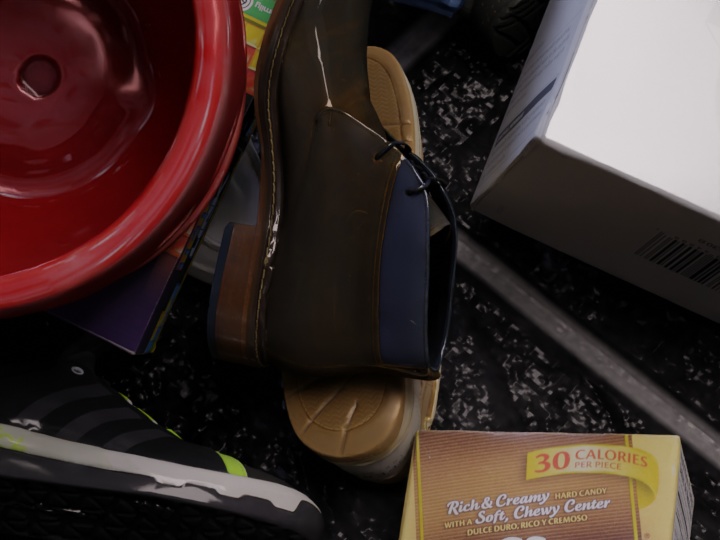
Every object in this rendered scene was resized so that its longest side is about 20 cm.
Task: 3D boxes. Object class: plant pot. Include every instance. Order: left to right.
[{"bbox_3d":[-0.140,-0.083,1.148,0.199,0.182,0.202,0,91,3],"label":"plant pot"}]

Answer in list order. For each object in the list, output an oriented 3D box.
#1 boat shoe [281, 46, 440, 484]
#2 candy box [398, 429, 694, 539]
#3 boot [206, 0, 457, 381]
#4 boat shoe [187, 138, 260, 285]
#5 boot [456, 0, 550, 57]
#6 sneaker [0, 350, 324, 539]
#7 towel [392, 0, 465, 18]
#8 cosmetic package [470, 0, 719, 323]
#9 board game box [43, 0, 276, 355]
[{"bbox_3d":[0.000,0.000,1.295,0.073,0.069,0.201,-7,63,17],"label":"boat shoe"},{"bbox_3d":[0.068,0.163,1.194,0.115,0.055,0.201,1,56,14],"label":"candy box"},{"bbox_3d":[0.005,-0.050,1.221,0.096,0.075,0.201,14,97,16],"label":"boot"},{"bbox_3d":[-0.095,-0.084,1.322,0.071,0.069,0.200,-24,68,-29],"label":"boat shoe"},{"bbox_3d":[0.087,-0.197,1.445,0.200,0.068,0.131,-34,65,-30],"label":"boot"},{"bbox_3d":[-0.108,0.068,1.223,0.199,0.072,0.083,14,55,-4],"label":"sneaker"},{"bbox_3d":[-0.011,-0.183,1.293,0.199,0.112,0.048,11,16,-42],"label":"towel"},{"bbox_3d":[0.184,-0.088,1.323,0.199,0.123,0.201,25,73,-6],"label":"cosmetic package"},{"bbox_3d":[-0.147,-0.079,1.268,0.199,0.057,0.166,25,90,3],"label":"board game box"}]
